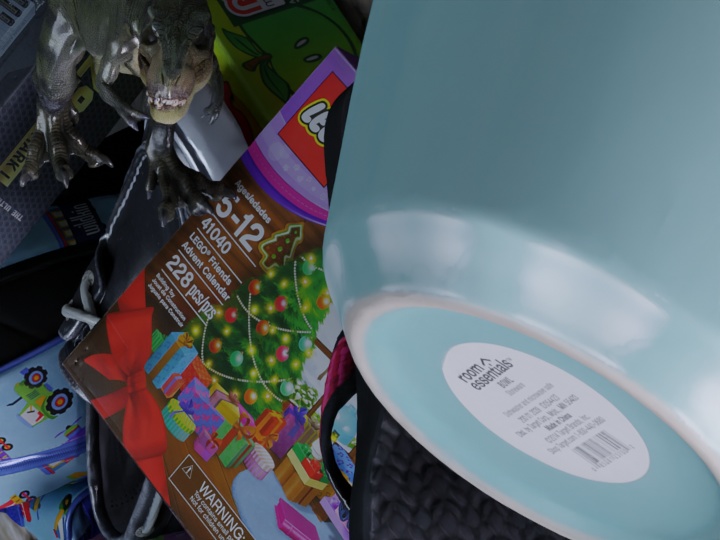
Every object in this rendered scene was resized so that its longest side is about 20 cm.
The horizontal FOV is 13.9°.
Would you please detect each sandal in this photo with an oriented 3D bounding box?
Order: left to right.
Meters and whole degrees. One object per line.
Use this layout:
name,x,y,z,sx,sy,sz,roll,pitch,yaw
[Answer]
sandal,0.020,0.039,0.818,0.045,0.075,0.201,-41,46,47

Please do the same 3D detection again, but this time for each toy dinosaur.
toy dinosaur,-0.079,-0.064,0.899,0.200,0.047,0.088,33,137,55

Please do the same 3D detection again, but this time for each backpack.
backpack,-0.147,0.027,1.129,0.182,0.200,0.135,32,141,44

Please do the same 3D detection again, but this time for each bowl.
bowl,0.071,0.001,0.735,0.200,0.105,0.201,26,157,12

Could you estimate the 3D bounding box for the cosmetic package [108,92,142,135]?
cosmetic package,-0.160,-0.109,1.155,0.200,0.082,0.051,35,144,41

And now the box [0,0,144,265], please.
box,-0.152,-0.106,1.060,0.200,0.158,0.051,36,175,41

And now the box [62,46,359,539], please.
box,0.013,0.049,0.878,0.200,0.137,0.039,49,-165,30

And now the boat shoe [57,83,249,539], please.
boat shoe,-0.070,0.021,1.006,0.072,0.068,0.200,54,154,33

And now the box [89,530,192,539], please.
box,-0.038,0.190,1.126,0.176,0.096,0.201,-175,69,-80

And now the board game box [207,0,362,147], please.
board game box,0.000,0.000,0.982,0.200,0.047,0.102,57,155,27
